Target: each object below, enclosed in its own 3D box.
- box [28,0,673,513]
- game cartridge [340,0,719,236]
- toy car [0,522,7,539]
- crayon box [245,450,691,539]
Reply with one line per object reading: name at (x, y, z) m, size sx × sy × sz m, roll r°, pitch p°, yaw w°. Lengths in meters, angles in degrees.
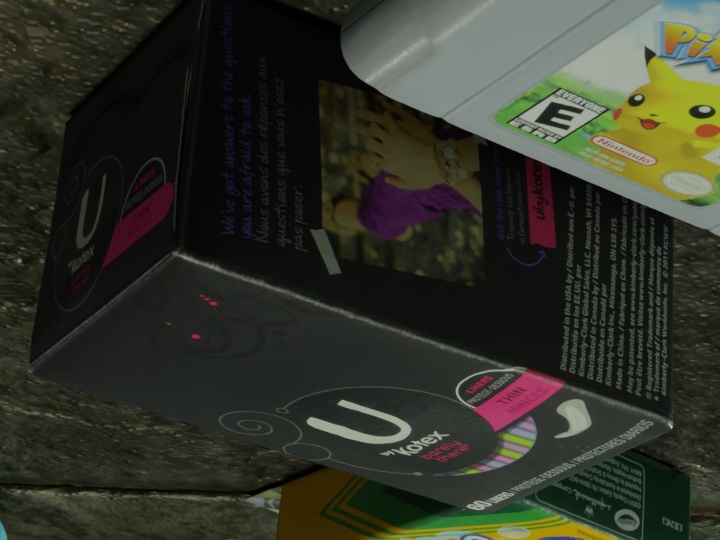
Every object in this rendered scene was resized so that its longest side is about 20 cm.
box at (0.000, 0.000, 0.808) m, size 0.199 × 0.107 × 0.122 m, roll 19°, pitch 150°, yaw -25°
game cartridge at (0.110, -0.068, 0.735) m, size 0.199 × 0.041 × 0.133 m, roll 20°, pitch 146°, yaw -27°
toy car at (-0.264, 0.131, 1.099) m, size 0.175 × 0.185 × 0.201 m, roll 4°, pitch 125°, yaw 2°
crayon box at (0.048, 0.129, 1.118) m, size 0.125 × 0.052 × 0.199 m, roll 24°, pitch 148°, yaw -33°
